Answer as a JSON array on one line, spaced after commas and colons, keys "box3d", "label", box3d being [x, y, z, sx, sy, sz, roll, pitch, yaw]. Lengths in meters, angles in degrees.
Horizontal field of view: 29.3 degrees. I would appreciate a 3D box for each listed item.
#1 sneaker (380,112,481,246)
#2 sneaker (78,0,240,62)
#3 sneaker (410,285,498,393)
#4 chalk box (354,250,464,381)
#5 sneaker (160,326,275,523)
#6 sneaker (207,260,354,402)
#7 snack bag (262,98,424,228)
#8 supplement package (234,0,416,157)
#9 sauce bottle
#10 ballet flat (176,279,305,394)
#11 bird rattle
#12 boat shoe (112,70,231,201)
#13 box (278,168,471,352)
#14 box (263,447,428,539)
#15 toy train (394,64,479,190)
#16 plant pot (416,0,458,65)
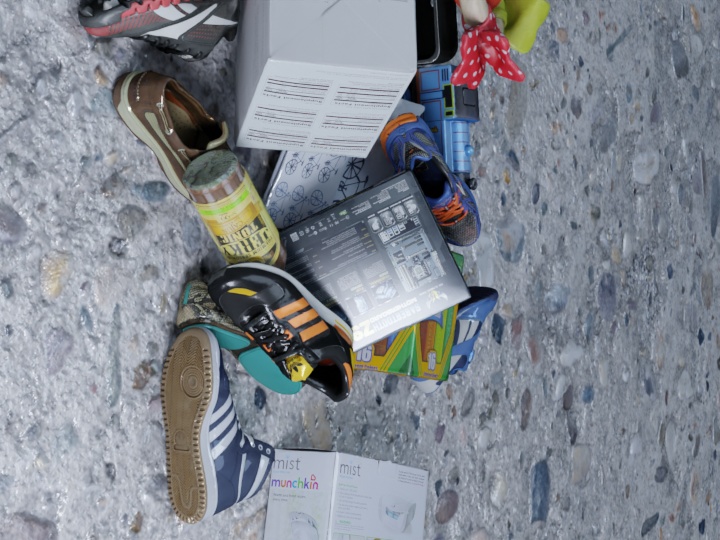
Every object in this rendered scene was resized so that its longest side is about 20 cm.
[{"box3d": [0.086, -0.091, 1.623, 0.200, 0.075, 0.078, 50, 13, -38], "label": "sneaker"}, {"box3d": [-0.193, -0.250, 1.376, 0.200, 0.071, 0.098, -25, 124, -43], "label": "sneaker"}, {"box3d": [0.119, 0.086, 1.817, 0.200, 0.074, 0.082, -39, 122, -41], "label": "sneaker"}, {"box3d": [0.041, 0.022, 1.628, 0.125, 0.124, 0.200, 12, 85, -62], "label": "chalk box"}, {"box3d": [-0.144, 0.153, 1.423, 0.108, 0.070, 0.200, -7, 100, -51], "label": "sneaker"}, {"box3d": [-0.074, 0.066, 1.413, 0.200, 0.070, 0.090, 36, 31, -38], "label": "sneaker"}, {"box3d": [-0.019, -0.124, 1.591, 0.200, 0.021, 0.189, 12, 105, -50], "label": "snack bag"}, {"box3d": [-0.039, -0.242, 1.384, 0.147, 0.200, 0.191, 4, 70, -13], "label": "supplement package"}, {"box3d": [-0.115, -0.032, 1.418, 0.200, 0.065, 0.065, 62, 42, -38], "label": "sauce bottle"}, {"box3d": [-0.121, 0.064, 1.477, 0.200, 0.068, 0.075, 37, 45, -45], "label": "ballet flat"}, {"box3d": [0.133, -0.298, 1.569, 0.200, 0.113, 0.163, -47, 123, -58], "label": "bird rattle"}, {"box3d": [-0.167, -0.127, 1.406, 0.202, 0.075, 0.075, 45, 53, -45], "label": "boat shoe"}, {"box3d": [0.000, 0.000, 1.516, 0.158, 0.200, 0.051, 63, 4, -6], "label": "box"}, {"box3d": [-0.014, 0.302, 1.582, 0.200, 0.097, 0.177, 20, 71, -53], "label": "box"}, {"box3d": [0.090, -0.162, 1.717, 0.087, 0.114, 0.200, -2, 89, -55], "label": "toy train"}, {"box3d": [0.020, -0.322, 1.608, 0.177, 0.200, 0.200, -2, 89, -69], "label": "plant pot"}]
